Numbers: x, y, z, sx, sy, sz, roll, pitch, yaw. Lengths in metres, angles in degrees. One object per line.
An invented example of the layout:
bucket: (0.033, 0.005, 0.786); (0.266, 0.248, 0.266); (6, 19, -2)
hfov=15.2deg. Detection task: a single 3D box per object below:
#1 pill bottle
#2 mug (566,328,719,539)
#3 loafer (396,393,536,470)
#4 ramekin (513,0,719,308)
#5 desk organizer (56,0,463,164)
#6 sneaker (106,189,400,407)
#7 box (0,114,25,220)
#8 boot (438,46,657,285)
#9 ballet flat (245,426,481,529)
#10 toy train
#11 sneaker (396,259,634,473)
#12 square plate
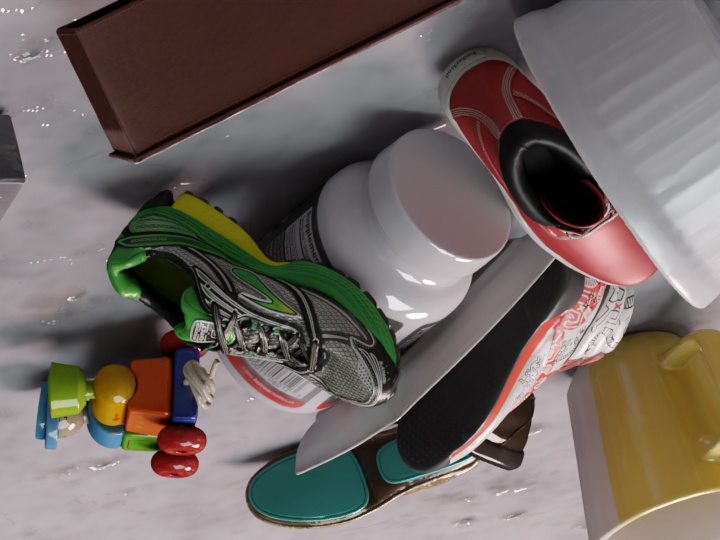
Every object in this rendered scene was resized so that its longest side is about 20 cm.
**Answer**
pill bottle: (0.000, 0.000, 1.723); (0.116, 0.116, 0.200); (5, 148, -39)
mug: (0.244, 0.124, 2.090); (0.187, 0.153, 0.149); (-30, 151, 28)
loafer: (0.059, 0.089, 2.025); (0.200, 0.073, 0.071); (25, 91, -46)
ramekin: (0.183, -0.087, 1.557); (0.098, 0.201, 0.200); (-33, 152, 12)
desk organizer: (-0.056, -0.136, 1.444); (0.200, 0.077, 0.072); (-27, -169, -11)
sneaker: (-0.067, 0.032, 1.651); (0.085, 0.200, 0.078); (-50, 163, -49)
box: (-0.304, -0.021, 1.576); (0.158, 0.048, 0.200); (0, 152, -29)
boot: (0.134, -0.034, 1.614); (0.072, 0.144, 0.200); (-42, 124, 6)
ballet flat: (0.009, 0.161, 2.139); (0.200, 0.071, 0.065); (-14, 170, 5)
toy train: (-0.161, 0.080, 1.826); (0.116, 0.085, 0.200); (2, 163, -7)
sneaker: (0.118, 0.071, 1.945); (0.108, 0.067, 0.201); (11, 120, -50)
square plate: (0.046, 0.047, 1.813); (0.200, 0.028, 0.198); (-45, -176, -25)
